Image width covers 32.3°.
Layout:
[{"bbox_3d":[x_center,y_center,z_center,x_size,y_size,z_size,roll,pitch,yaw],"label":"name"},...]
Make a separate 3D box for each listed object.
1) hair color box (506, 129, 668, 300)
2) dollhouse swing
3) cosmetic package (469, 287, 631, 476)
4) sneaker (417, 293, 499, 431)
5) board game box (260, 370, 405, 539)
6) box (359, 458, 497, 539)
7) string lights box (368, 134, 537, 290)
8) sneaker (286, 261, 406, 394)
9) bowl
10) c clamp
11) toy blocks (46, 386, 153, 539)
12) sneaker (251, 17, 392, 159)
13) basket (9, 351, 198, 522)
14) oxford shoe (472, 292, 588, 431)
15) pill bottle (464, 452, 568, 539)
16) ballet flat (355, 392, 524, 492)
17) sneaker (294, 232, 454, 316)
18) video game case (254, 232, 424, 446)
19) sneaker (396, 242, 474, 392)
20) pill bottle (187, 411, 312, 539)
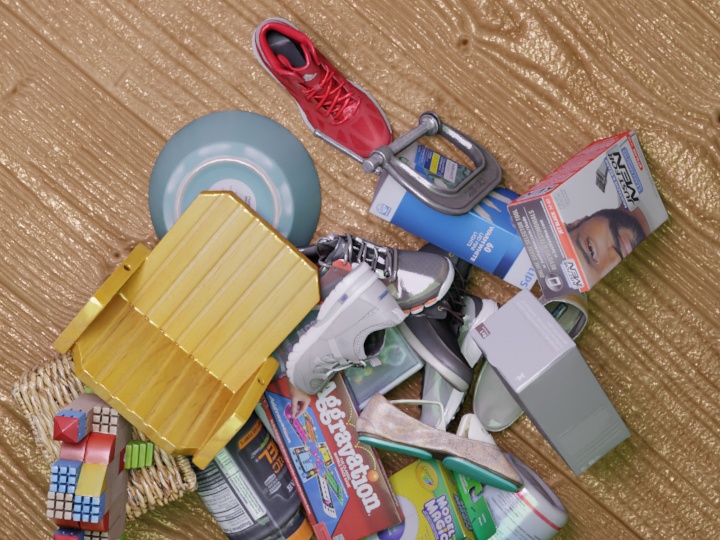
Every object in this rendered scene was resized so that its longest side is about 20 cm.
[{"bbox_3d":[0.249,-0.063,1.342,0.063,0.199,0.112,-14,105,45],"label":"hair color box"},{"bbox_3d":[-0.162,0.051,1.272,0.200,0.182,0.176,42,121,-8],"label":"dollhouse swing"},{"bbox_3d":[0.207,0.124,1.349,0.090,0.107,0.201,-36,136,-1],"label":"cosmetic package"},{"bbox_3d":[0.094,0.118,1.438,0.078,0.074,0.202,22,94,7],"label":"sneaker"},{"bbox_3d":[-0.034,0.207,1.408,0.102,0.019,0.202,-24,88,13],"label":"board game box"},{"bbox_3d":[0.054,0.294,1.421,0.199,0.118,0.048,-33,141,16],"label":"box"},{"bbox_3d":[0.114,-0.064,1.378,0.198,0.103,0.059,26,120,-6],"label":"string lights box"},{"bbox_3d":[-0.017,0.082,1.307,0.082,0.075,0.201,42,141,10],"label":"sneaker"},{"bbox_3d":[-0.144,-0.072,1.377,0.198,0.105,0.204,0,101,0],"label":"bowl"},{"bbox_3d":[0.067,-0.127,1.342,0.170,0.199,0.027,40,124,15],"label":"c clamp"},{"bbox_3d":[-0.274,0.210,1.260,0.098,0.137,0.203,6,97,3],"label":"toy blocks"},{"bbox_3d":[-0.044,-0.191,1.351,0.199,0.116,0.079,40,97,-7],"label":"sneaker"},{"bbox_3d":[-0.270,0.170,1.396,0.148,0.143,0.202,-26,94,6],"label":"basket"},{"bbox_3d":[0.195,0.101,1.438,0.075,0.058,0.201,33,100,-10],"label":"oxford shoe"},{"bbox_3d":[0.139,0.319,1.449,0.109,0.109,0.200,42,97,-8],"label":"pill bottle"},{"bbox_3d":[0.094,0.183,1.372,0.198,0.068,0.068,20,73,-6],"label":"ballet flat"},{"bbox_3d":[0.000,0.000,1.332,0.197,0.078,0.082,-4,142,11],"label":"sneaker"},{"bbox_3d":[-0.056,0.088,1.423,0.199,0.023,0.183,-36,92,13],"label":"video game case"},{"bbox_3d":[0.092,0.037,1.361,0.106,0.201,0.075,-40,134,6],"label":"sneaker"},{"bbox_3d":[-0.135,0.239,1.432,0.105,0.106,0.201,-31,100,5],"label":"pill bottle"}]
